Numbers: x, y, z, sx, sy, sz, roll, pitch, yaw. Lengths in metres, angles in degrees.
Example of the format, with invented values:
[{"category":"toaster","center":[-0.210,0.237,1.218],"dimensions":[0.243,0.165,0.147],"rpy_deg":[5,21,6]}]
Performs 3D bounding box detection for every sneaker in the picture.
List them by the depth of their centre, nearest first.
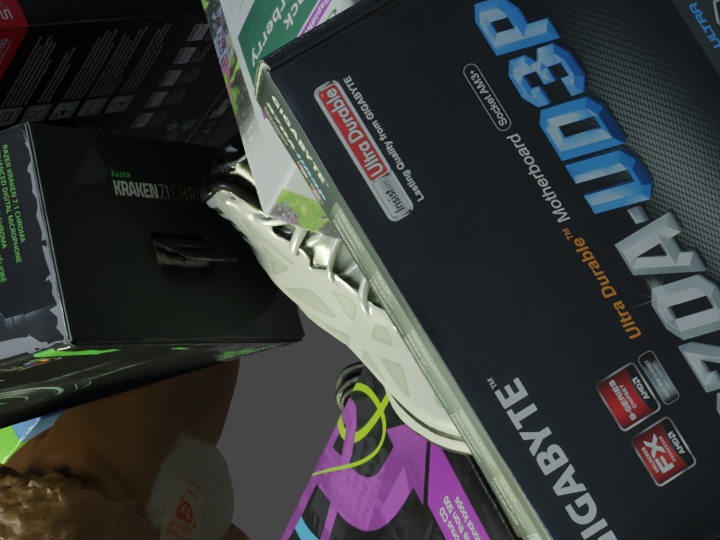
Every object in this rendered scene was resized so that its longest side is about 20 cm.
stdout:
[{"category":"sneaker","center":[0.000,0.000,0.809],"dimensions":[0.076,0.115,0.200],"rpy_deg":[-54,41,-3]}]

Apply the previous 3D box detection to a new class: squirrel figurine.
[{"category":"squirrel figurine","center":[-0.167,0.131,1.040],"dimensions":[0.186,0.200,0.142],"rpy_deg":[-10,97,36]}]

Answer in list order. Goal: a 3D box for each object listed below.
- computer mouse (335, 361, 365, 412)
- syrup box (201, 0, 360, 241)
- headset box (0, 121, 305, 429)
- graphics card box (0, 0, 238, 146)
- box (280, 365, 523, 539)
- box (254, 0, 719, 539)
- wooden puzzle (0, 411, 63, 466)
[{"category":"computer mouse","center":[0.014,-0.034,0.925],"dimensions":[0.110,0.044,0.200],"rpy_deg":[-12,89,49]},{"category":"syrup box","center":[-0.003,-0.097,0.800],"dimensions":[0.079,0.081,0.200],"rpy_deg":[-60,28,29]},{"category":"headset box","center":[-0.145,0.008,0.904],"dimensions":[0.200,0.174,0.093],"rpy_deg":[-17,80,28]},{"category":"graphics card box","center":[-0.117,-0.093,0.941],"dimensions":[0.051,0.200,0.126],"rpy_deg":[59,135,21]},{"category":"box","center":[0.011,0.138,0.881],"dimensions":[0.200,0.036,0.143],"rpy_deg":[-67,32,30]},{"category":"box","center":[0.084,-0.016,0.654],"dimensions":[0.200,0.159,0.046],"rpy_deg":[59,172,4]},{"category":"wooden puzzle","center":[-0.228,0.060,1.209],"dimensions":[0.185,0.046,0.200],"rpy_deg":[-47,63,42]}]
